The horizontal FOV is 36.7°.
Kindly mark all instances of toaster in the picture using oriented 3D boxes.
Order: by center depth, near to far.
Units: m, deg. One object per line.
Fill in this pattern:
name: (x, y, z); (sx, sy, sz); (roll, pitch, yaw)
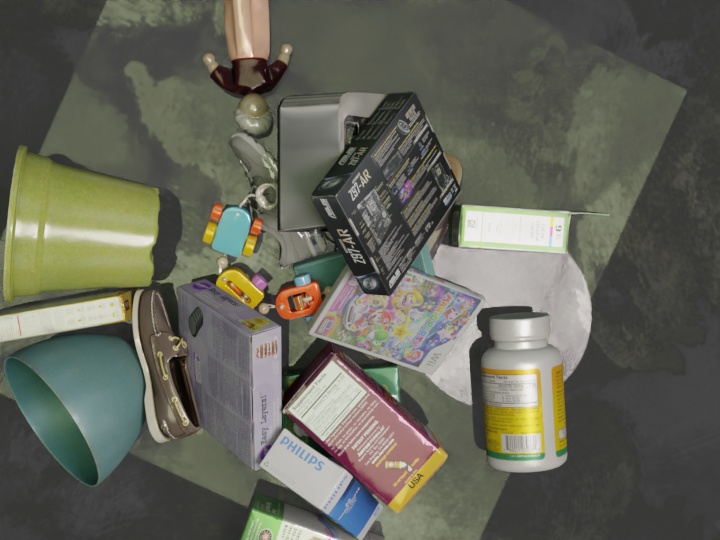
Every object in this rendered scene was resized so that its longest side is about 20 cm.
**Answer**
toaster: (-0.013, -0.142, 1.395); (0.118, 0.180, 0.203); (1, 92, 39)

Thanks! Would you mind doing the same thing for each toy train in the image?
toy train: (-0.127, -0.014, 1.444); (0.149, 0.056, 0.202); (-19, 104, 0)

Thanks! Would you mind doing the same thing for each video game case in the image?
video game case: (0.048, 0.058, 1.440); (0.198, 0.018, 0.144); (20, 120, -24)

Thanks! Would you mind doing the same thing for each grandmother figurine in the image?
grandmother figurine: (-0.152, -0.282, 1.461); (0.120, 0.061, 0.202); (-6, 90, 7)

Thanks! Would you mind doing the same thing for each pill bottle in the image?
pill bottle: (0.220, 0.162, 1.469); (0.111, 0.113, 0.202); (-4, 93, -2)

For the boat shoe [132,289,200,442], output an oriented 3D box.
boat shoe: (-0.252, 0.119, 1.411); (0.059, 0.072, 0.202); (-13, 79, 13)

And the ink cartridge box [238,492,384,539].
ink cartridge box: (-0.077, 0.413, 1.483); (0.198, 0.084, 0.146); (20, 92, -4)

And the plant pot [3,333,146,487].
plant pot: (-0.353, 0.161, 1.424); (0.134, 0.200, 0.201); (-37, 94, -32)

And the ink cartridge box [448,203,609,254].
ink cartridge box: (0.224, -0.055, 1.463); (0.198, 0.104, 0.060); (3, 93, -3)

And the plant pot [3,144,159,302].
plant pot: (-0.358, -0.052, 1.411); (0.182, 0.200, 0.203); (6, 93, -14)

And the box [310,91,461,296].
box: (0.037, -0.095, 1.331); (0.201, 0.043, 0.161); (-55, 131, -32)

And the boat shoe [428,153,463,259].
boat shoe: (0.084, -0.062, 1.476); (0.071, 0.065, 0.202); (26, 95, 25)

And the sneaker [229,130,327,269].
sneaker: (-0.125, -0.094, 1.460); (0.082, 0.075, 0.201); (-32, 94, -2)

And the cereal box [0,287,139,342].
cereal box: (-0.395, 0.059, 1.424); (0.198, 0.144, 0.040); (-10, 94, -1)

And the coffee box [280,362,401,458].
coffee box: (-0.041, 0.195, 1.494); (0.198, 0.044, 0.124); (-6, 94, -2)

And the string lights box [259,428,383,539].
string lights box: (-0.046, 0.279, 1.401); (0.102, 0.200, 0.059); (30, 77, 26)

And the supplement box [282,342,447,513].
supplement box: (0.003, 0.200, 1.408); (0.200, 0.131, 0.103); (42, 91, -3)

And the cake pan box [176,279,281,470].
cake pan box: (-0.170, 0.135, 1.398); (0.052, 0.184, 0.202); (-14, 116, -34)

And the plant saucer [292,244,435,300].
plant saucer: (0.000, 0.000, 1.459); (0.198, 0.019, 0.071); (-15, 87, 20)

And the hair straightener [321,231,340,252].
hair straightener: (-0.062, -0.117, 1.469); (0.041, 0.077, 0.202); (-5, 104, 40)
